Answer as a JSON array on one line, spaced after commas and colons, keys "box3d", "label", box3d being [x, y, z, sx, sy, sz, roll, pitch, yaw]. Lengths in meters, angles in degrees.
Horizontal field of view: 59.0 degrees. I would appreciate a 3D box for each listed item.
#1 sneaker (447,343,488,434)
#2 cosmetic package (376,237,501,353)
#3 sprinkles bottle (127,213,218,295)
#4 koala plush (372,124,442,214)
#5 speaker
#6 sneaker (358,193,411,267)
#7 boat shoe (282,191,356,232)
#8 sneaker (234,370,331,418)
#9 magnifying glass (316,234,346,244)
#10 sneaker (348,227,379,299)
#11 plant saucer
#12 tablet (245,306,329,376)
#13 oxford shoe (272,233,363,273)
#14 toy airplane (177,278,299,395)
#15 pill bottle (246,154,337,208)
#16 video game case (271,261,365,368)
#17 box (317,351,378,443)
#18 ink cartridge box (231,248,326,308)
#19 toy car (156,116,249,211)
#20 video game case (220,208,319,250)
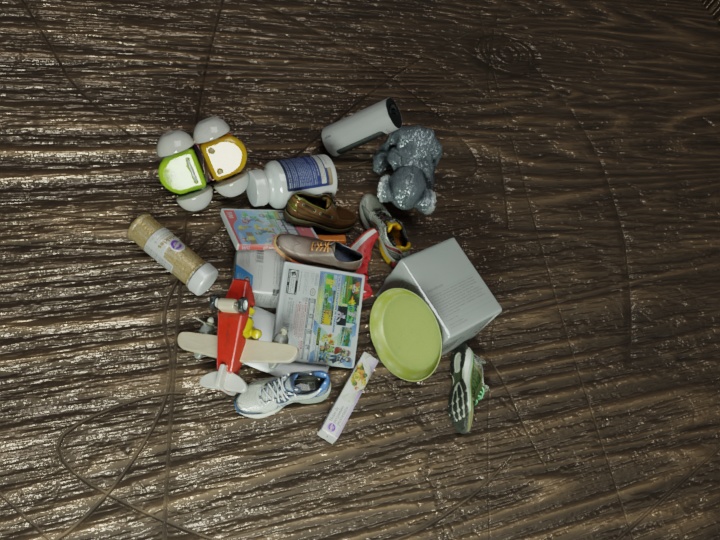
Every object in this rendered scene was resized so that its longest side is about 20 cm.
[{"box3d": [0.249, 0.263, 1.401, 0.088, 0.077, 0.202, 20, 58, -18], "label": "sneaker"}, {"box3d": [0.171, 0.070, 1.424, 0.165, 0.168, 0.201, -22, 71, -29], "label": "cosmetic package"}, {"box3d": [-0.394, -0.034, 1.336, 0.199, 0.068, 0.068, 39, 55, 5], "label": "sprinkles bottle"}, {"box3d": [0.118, -0.237, 1.585, 0.176, 0.184, 0.202, 19, 60, -8], "label": "koala plush"}, {"box3d": [0.003, -0.358, 1.593, 0.081, 0.199, 0.082, 36, 45, -47], "label": "speaker"}, {"box3d": [0.066, -0.109, 1.544, 0.077, 0.082, 0.201, -22, 69, -28], "label": "sneaker"}, {"box3d": [-0.081, -0.138, 1.484, 0.199, 0.068, 0.072, 1, 39, -41], "label": "boat shoe"}, {"box3d": [-0.150, 0.231, 1.252, 0.198, 0.085, 0.078, -13, 68, -19], "label": "sneaker"}, {"box3d": [-0.130, -0.072, 1.485, 0.198, 0.022, 0.080, 0, 61, -21], "label": "magnifying glass"}, {"box3d": [0.000, 0.000, 1.471, 0.116, 0.078, 0.200, 45, 68, -1], "label": "sneaker"}, {"box3d": [0.101, 0.133, 1.348, 0.031, 0.200, 0.201, -14, 65, -44], "label": "plant saucer"}, {"box3d": [-0.157, 0.165, 1.339, 0.198, 0.014, 0.131, 23, 56, -6], "label": "tablet"}, {"box3d": [-0.088, -0.047, 1.368, 0.198, 0.073, 0.072, 15, 60, -19], "label": "oxford shoe"}, {"box3d": [-0.239, 0.145, 1.246, 0.199, 0.141, 0.200, -42, 77, 10], "label": "toy airplane"}, {"box3d": [-0.163, -0.207, 1.498, 0.198, 0.111, 0.112, -13, 66, -27], "label": "pill bottle"}, {"box3d": [-0.088, 0.094, 1.339, 0.181, 0.022, 0.202, 10, 82, -18], "label": "video game case"}, {"box3d": [-0.024, 0.259, 1.316, 0.038, 0.042, 0.201, 31, 56, 1], "label": "box"}, {"box3d": [-0.176, 0.020, 1.384, 0.198, 0.068, 0.117, 9, 58, -15], "label": "ink cartridge box"}, {"box3d": [-0.356, -0.245, 1.432, 0.198, 0.176, 0.150, -23, 27, -10], "label": "toy car"}, {"box3d": [-0.200, -0.093, 1.427, 0.198, 0.018, 0.143, -2, 38, -29], "label": "video game case"}]
